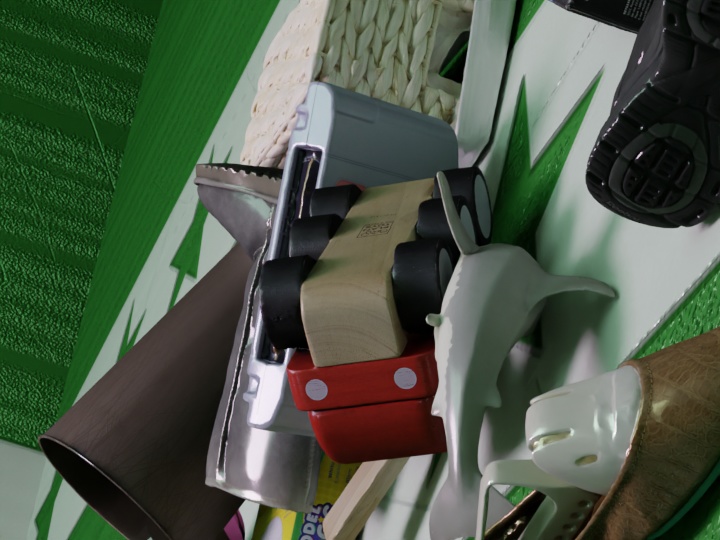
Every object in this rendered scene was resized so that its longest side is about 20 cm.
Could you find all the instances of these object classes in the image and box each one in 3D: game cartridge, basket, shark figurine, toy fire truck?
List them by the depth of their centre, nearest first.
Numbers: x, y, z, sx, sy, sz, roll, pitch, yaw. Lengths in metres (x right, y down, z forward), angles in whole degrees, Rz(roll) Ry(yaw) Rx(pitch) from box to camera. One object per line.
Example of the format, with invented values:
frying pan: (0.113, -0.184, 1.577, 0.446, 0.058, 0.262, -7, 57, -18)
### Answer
shark figurine: (0.076, 0.034, 1.043, 0.215, 0.089, 0.129, -75, -24, -54)
toy fire truck: (0.011, 0.065, 1.188, 0.176, 0.128, 0.201, -61, -39, -66)
game cartridge: (0.000, 0.000, 1.297, 0.041, 0.133, 0.201, 9, 89, 37)
basket: (0.006, -0.117, 1.454, 0.200, 0.123, 0.136, 135, 150, -63)
basket: (-0.101, 0.085, 1.492, 0.200, 0.136, 0.180, -48, -2, -16)

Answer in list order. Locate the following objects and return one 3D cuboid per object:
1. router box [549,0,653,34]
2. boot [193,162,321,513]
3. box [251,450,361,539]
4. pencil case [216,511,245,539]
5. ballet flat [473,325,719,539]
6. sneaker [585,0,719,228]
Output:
router box: (0.147, -0.230, 1.149, 0.149, 0.051, 0.201, -118, 47, -76)
boot: (-0.064, 0.038, 1.380, 0.182, 0.072, 0.201, 21, 106, 62)
box: (-0.041, 0.189, 1.403, 0.117, 0.048, 0.201, 130, 157, -60)
pencil case: (-0.116, 0.229, 1.593, 0.200, 0.090, 0.094, -109, 4, -68)
ballet flat: (0.089, 0.086, 0.899, 0.200, 0.072, 0.068, 121, 161, -47)
sneaker: (0.151, -0.110, 0.918, 0.200, 0.076, 0.091, 123, 167, -45)
